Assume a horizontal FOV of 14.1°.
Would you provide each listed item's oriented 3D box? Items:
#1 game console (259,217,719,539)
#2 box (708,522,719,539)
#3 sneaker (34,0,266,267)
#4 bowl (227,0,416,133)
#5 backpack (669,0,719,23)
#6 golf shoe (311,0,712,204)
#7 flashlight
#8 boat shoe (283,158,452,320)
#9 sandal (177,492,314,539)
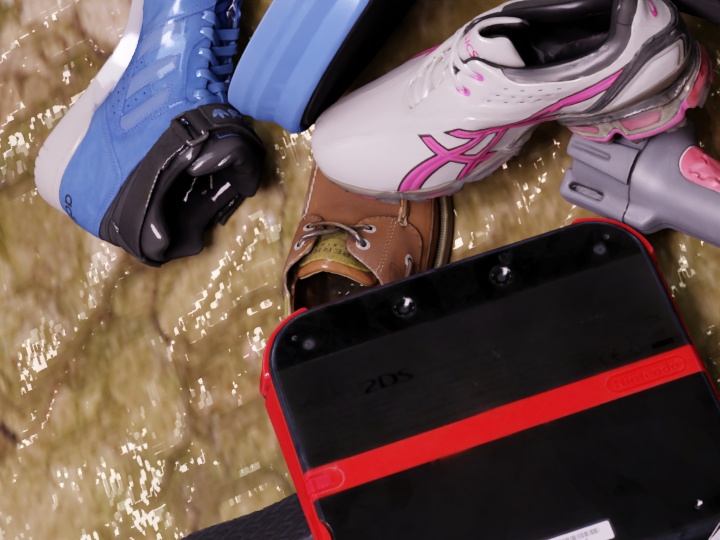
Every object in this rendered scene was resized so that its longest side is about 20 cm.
[{"bbox_3d":[0.065,0.071,1.349,0.200,0.031,0.177,-18,62,-6],"label":"game console"},{"bbox_3d":[0.244,0.193,1.216,0.176,0.097,0.200,4,110,24],"label":"box"},{"bbox_3d":[-0.077,-0.096,1.490,0.111,0.077,0.200,35,95,33],"label":"sneaker"},{"bbox_3d":[0.010,-0.152,1.410,0.039,0.201,0.201,35,91,3],"label":"bowl"},{"bbox_3d":[0.177,-0.218,1.375,0.177,0.151,0.200,19,87,26],"label":"backpack"},{"bbox_3d":[0.059,-0.093,1.377,0.200,0.092,0.073,-17,54,22],"label":"golf shoe"},{"bbox_3d":[0.195,-0.034,1.367,0.200,0.068,0.068,26,121,31],"label":"flashlight"},{"bbox_3d":[0.000,0.000,1.436,0.072,0.068,0.200,-7,72,23],"label":"boat shoe"},{"bbox_3d":[-0.049,0.151,1.412,0.200,0.048,0.075,-26,21,31],"label":"sandal"}]
